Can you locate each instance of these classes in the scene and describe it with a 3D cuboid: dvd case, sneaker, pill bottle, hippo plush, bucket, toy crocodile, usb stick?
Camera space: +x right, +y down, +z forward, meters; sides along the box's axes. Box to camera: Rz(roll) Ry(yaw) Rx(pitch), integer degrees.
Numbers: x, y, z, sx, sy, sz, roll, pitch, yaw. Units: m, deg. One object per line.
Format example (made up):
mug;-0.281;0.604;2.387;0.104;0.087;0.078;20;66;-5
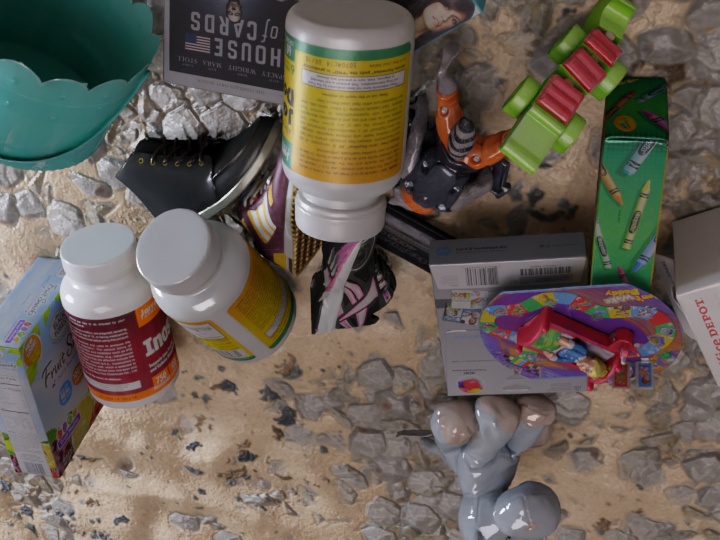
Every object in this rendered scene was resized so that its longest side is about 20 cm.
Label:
dvd case;-0.113;-0.261;1.047;0.149;0.025;0.201;13;115;17
sneaker;0.000;0.000;1.216;0.086;0.081;0.200;0;153;-12
pill bottle;-0.281;0.052;1.306;0.112;0.113;0.201;2;127;13
hippo plush;0.139;0.236;1.274;0.199;0.162;0.159;-18;157;22
sneaker;-0.089;-0.074;1.169;0.090;0.075;0.201;28;145;15
sneaker;-0.173;-0.115;1.179;0.106;0.075;0.200;41;126;-17
pill bottle;-0.014;-0.133;1.014;0.112;0.113;0.201;8;120;8
bucket;-0.309;-0.203;1.076;0.206;0.208;0.135;29;132;-8
toy crocodile;0.185;-0.164;0.992;0.067;0.200;0.062;41;154;-3
usb stick;0.051;-0.036;1.209;0.199;0.033;0.056;28;135;-7
pill bottle;-0.153;0.015;1.197;0.112;0.114;0.200;-7;155;18

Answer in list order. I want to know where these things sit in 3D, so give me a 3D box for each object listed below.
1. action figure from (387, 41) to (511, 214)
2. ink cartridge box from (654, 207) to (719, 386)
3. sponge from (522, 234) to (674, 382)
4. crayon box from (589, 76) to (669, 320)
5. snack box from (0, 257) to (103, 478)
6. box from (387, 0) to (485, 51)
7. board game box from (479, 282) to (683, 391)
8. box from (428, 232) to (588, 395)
action figure;0.065;-0.126;1.087;0.199;0.105;0.194;29;144;-2
ink cartridge box;0.396;0.013;1.099;0.199;0.126;0.129;-19;119;25
sponge;0.224;0.044;1.207;0.199;0.030;0.112;25;130;-18
crayon box;0.254;-0.068;1.079;0.058;0.119;0.201;5;127;11
snack box;-0.368;0.114;1.338;0.067;0.169;0.201;3;127;14
box;0.014;-0.236;1.060;0.199;0.049;0.082;-25;116;29
board game box;0.213;0.078;1.108;0.199;0.039;0.158;-5;141;21
box;0.157;0.050;1.169;0.155;0.041;0.201;-3;132;10
